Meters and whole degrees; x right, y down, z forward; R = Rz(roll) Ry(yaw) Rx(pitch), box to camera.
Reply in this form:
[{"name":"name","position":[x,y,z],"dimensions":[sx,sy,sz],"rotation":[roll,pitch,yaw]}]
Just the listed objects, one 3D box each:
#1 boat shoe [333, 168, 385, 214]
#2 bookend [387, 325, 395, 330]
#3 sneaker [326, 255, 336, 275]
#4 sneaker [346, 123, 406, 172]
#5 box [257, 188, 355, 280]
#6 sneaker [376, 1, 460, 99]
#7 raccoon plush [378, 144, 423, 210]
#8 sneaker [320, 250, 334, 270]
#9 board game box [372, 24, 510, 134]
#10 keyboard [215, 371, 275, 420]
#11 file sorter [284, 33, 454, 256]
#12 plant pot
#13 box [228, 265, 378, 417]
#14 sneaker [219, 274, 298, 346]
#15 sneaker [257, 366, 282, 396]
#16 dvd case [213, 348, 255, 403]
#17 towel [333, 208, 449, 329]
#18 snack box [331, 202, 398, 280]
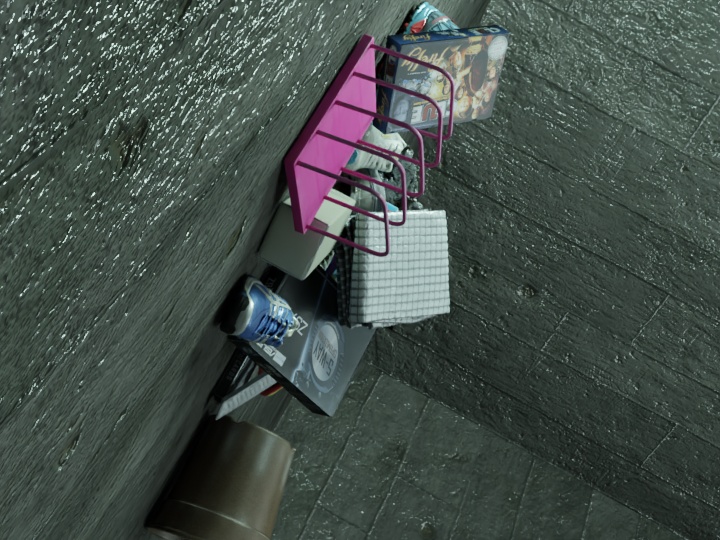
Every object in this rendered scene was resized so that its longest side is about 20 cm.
[{"name":"boat shoe","position":[-0.012,-0.135,1.654],"dimensions":[0.200,0.069,0.071],"rotation":[-109,-158,-60]},{"name":"bookend","position":[0.021,-0.038,1.851],"dimensions":[0.201,0.198,0.092],"rotation":[-63,175,21]},{"name":"sneaker","position":[-0.059,0.013,1.766],"dimensions":[0.073,0.114,0.201],"rotation":[-62,179,-34]},{"name":"sneaker","position":[0.019,-0.186,1.580],"dimensions":[0.077,0.080,0.200],"rotation":[-61,177,21]},{"name":"box","position":[-0.066,-0.056,1.369],"dimensions":[0.083,0.068,0.200],"rotation":[-64,177,14]},{"name":"sneaker","position":[0.083,-0.293,1.536],"dimensions":[0.201,0.095,0.079],"rotation":[-62,177,-12]},{"name":"raccoon plush","position":[0.052,-0.139,1.809],"dimensions":[0.134,0.096,0.202],"rotation":[-97,175,-80]},{"name":"sneaker","position":[-0.095,0.030,1.601],"dimensions":[0.201,0.078,0.089],"rotation":[-61,175,-35]},{"name":"board game box","position":[0.116,-0.273,1.507],"dimensions":[0.199,0.035,0.136],"rotation":[-14,130,-32]},{"name":"keyboard","position":[-0.140,0.167,1.622],"dimensions":[0.199,0.011,0.056],"rotation":[-30,154,-35]},{"name":"file sorter","position":[0.017,-0.138,1.221],"dimensions":[0.201,0.125,0.139],"rotation":[-61,163,-27]},{"name":"plant pot","position":[-0.204,0.344,1.651],"dimensions":[0.200,0.199,0.200],"rotation":[112,-1,-70]},{"name":"box","position":[-0.076,0.088,1.508],"dimensions":[0.043,0.200,0.161],"rotation":[4,-123,46]},{"name":"sneaker","position":[-0.122,0.054,1.323],"dimensions":[0.076,0.077,0.200],"rotation":[-60,176,5]},{"name":"sneaker","position":[-0.122,0.136,1.698],"dimensions":[0.090,0.078,0.201],"rotation":[-45,162,-41]},{"name":"dvd case","position":[-0.181,0.144,1.678],"dimensions":[0.151,0.025,0.200],"rotation":[-62,177,-13]},{"name":"towel","position":[0.042,-0.006,1.539],"dimensions":[0.199,0.085,0.167],"rotation":[-6,98,-44]},{"name":"snack box","position":[0.000,0.000,1.664],"dimensions":[0.201,0.037,0.116],"rotation":[-58,162,-23]}]
